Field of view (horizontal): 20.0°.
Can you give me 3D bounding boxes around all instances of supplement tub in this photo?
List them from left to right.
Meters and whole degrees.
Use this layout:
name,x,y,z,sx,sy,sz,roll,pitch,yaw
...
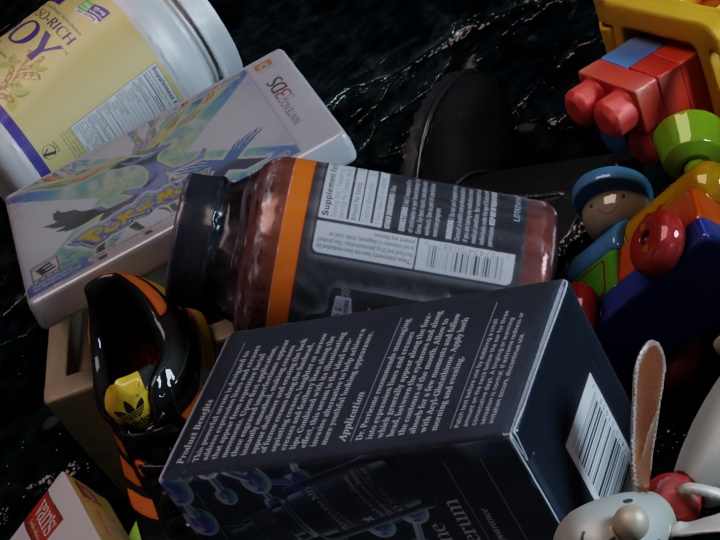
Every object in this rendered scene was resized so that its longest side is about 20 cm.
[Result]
name,x,y,z,sx,sy,sz,roll,pitch,yaw
supplement tub,-0.202,-0.137,1.543,0.200,0.146,0.145,-39,32,-12
supplement tub,0.000,0.000,1.078,0.198,0.108,0.107,9,39,1

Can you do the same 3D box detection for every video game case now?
name,x,y,z,sx,sy,sz,roll,pitch,yaw
video game case,-0.112,-0.054,1.198,0.199,0.022,0.182,-29,25,-2

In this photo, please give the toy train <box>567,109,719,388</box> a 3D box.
name,x,y,z,sx,sy,sz,roll,pitch,yaw
toy train,0.176,-0.036,1.042,0.200,0.084,0.117,-44,34,42

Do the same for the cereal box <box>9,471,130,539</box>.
name,x,y,z,sx,sy,sz,roll,pitch,yaw
cereal box,-0.190,0.215,1.071,0.201,0.039,0.144,-54,24,0

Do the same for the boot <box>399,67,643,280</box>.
name,x,y,z,sx,sy,sz,roll,pitch,yaw
boot,0.097,-0.048,1.229,0.161,0.073,0.199,-6,46,39

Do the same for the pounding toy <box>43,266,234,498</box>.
name,x,y,z,sx,sy,sz,roll,pitch,yaw
pounding toy,-0.106,0.036,1.254,0.198,0.143,0.185,-20,43,16

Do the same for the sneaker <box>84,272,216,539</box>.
name,x,y,z,sx,sy,sz,roll,pitch,yaw
sneaker,-0.105,0.093,1.070,0.070,0.090,0.202,-24,63,14

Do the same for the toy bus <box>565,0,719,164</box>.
name,x,y,z,sx,sy,sz,roll,pitch,yaw
toy bus,0.218,-0.115,1.129,0.191,0.137,0.199,-33,31,-23

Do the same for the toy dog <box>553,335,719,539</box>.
name,x,y,z,sx,sy,sz,roll,pitch,yaw
toy dog,0.177,0.073,0.912,0.201,0.131,0.097,-57,-3,-36

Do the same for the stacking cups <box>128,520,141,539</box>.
name,x,y,z,sx,sy,sz,roll,pitch,yaw
stacking cups,-0.114,0.180,1.112,0.060,0.061,0.201,-8,42,33

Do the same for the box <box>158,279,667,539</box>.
name,x,y,z,sx,sy,sz,roll,pitch,yaw
box,0.030,0.105,0.998,0.199,0.149,0.107,-10,36,32
